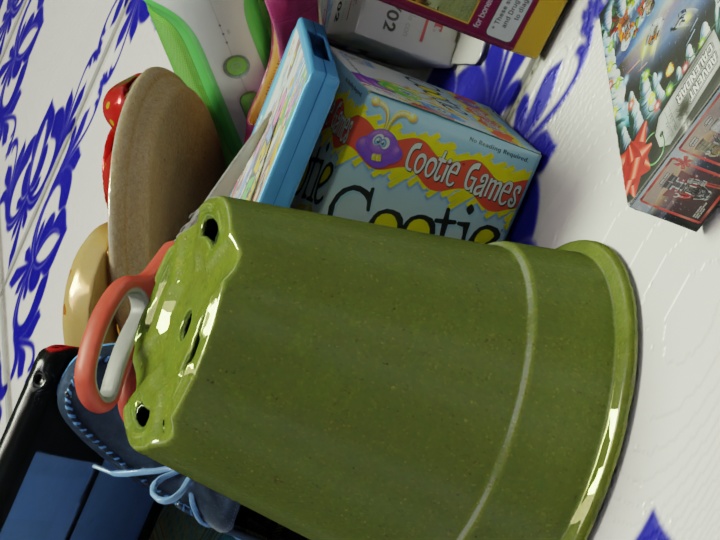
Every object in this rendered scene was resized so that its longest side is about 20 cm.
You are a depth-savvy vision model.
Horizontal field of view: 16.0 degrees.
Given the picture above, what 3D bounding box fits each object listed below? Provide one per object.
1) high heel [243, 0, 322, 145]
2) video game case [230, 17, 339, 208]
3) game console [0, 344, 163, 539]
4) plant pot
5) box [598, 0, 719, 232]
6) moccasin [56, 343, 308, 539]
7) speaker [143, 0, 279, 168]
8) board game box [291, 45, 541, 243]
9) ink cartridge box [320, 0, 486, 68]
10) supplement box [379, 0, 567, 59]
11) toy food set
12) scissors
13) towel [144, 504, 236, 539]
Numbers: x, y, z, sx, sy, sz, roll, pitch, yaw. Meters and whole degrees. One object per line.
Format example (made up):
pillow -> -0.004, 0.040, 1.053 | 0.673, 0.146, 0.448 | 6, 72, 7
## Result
high heel -> -0.058, -0.134, 1.465 | 0.067, 0.095, 0.201 | -111, 40, -59
video game case -> -0.048, -0.050, 1.326 | 0.200, 0.018, 0.144 | -102, 34, -77
game console -> -0.160, 0.140, 1.358 | 0.201, 0.031, 0.177 | -67, -20, 0
plant pot -> -0.002, 0.051, 1.185 | 0.200, 0.189, 0.201 | -55, 23, 38
box -> 0.173, -0.134, 1.101 | 0.200, 0.040, 0.137 | -56, 24, 37
moccasin -> -0.056, 0.094, 1.274 | 0.081, 0.199, 0.068 | -64, 10, 8
speaker -> -0.072, -0.124, 1.550 | 0.089, 0.088, 0.201 | -99, -10, -55
board game box -> 0.000, 0.000, 1.360 | 0.201, 0.102, 0.105 | -67, 18, 11
ink cartridge box -> 0.024, -0.184, 1.527 | 0.200, 0.067, 0.116 | -168, 95, -71
supplement box -> 0.027, -0.216, 1.345 | 0.131, 0.199, 0.103 | -61, 21, 23
toy food set -> -0.118, -0.016, 1.476 | 0.198, 0.048, 0.202 | 40, -131, -72
scissors -> -0.088, -0.012, 1.246 | 0.014, 0.073, 0.201 | 2, 60, 34
towel -> -0.104, 0.183, 1.401 | 0.147, 0.022, 0.200 | -58, 25, 18
